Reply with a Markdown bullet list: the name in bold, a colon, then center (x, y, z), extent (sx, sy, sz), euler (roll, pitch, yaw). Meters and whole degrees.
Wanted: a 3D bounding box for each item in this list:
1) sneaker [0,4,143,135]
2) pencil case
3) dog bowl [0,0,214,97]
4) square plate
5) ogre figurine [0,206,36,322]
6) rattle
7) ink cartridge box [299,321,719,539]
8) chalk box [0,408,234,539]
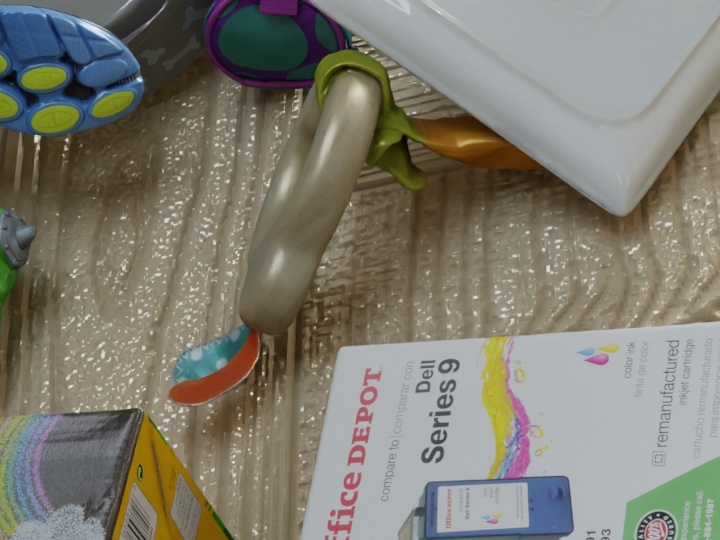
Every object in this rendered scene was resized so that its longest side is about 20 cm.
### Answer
- **sneaker**: center (-0.211, -0.115, 1.462), extent (0.199, 0.071, 0.083), euler (2, 17, 16)
- **pencil case**: center (-0.023, -0.195, 1.505), extent (0.085, 0.092, 0.200), euler (20, 54, -5)
- **dog bowl**: center (-0.151, -0.178, 1.550), extent (0.200, 0.059, 0.200), euler (-15, 55, 23)
- **square plate**: center (0.107, -0.154, 1.384), extent (0.200, 0.028, 0.198), euler (36, 63, 7)
- **ogre figurine**: center (-0.253, -0.007, 1.451), extent (0.120, 0.098, 0.200), euler (-52, 39, -7)
- **rattle**: center (0.000, 0.000, 1.378), extent (0.130, 0.143, 0.200), euler (-12, 57, 59)
- **ink cartridge box**: center (0.081, 0.109, 1.212), extent (0.200, 0.088, 0.145), euler (-5, 51, 23)
- **chalk box**: center (-0.180, 0.151, 1.269), extent (0.200, 0.124, 0.125), euler (-4, 52, 22)
